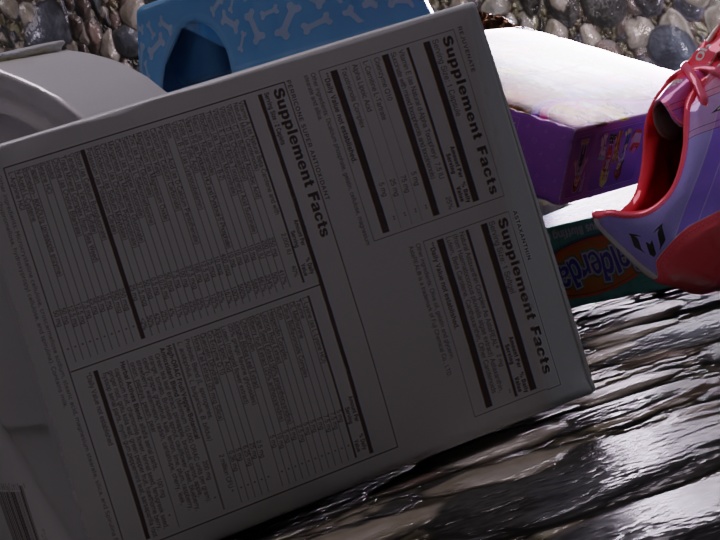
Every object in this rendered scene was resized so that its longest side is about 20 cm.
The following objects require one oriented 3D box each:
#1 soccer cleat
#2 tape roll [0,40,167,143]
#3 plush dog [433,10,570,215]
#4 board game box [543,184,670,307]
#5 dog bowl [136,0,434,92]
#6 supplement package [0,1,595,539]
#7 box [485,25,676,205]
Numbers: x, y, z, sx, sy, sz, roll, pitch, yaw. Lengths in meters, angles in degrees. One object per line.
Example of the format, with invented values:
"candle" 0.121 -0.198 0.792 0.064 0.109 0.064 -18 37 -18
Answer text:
"soccer cleat" 0.171 -0.085 1.017 0.201 0.076 0.067 -65 16 -13
"tape roll" -0.150 0.000 1.046 0.202 0.203 0.071 -15 5 33
"plush dog" 0.035 -0.059 1.264 0.199 0.173 0.160 -18 4 -18
"board game box" 0.175 -0.029 1.170 0.152 0.045 0.200 -13 5 45
"dog bowl" -0.045 -0.130 1.170 0.111 0.050 0.200 -18 7 -32
"supplement package" -0.050 0.009 0.841 0.199 0.151 0.152 -19 4 -24
"box" 0.087 -0.081 1.121 0.136 0.039 0.200 21 19 27
